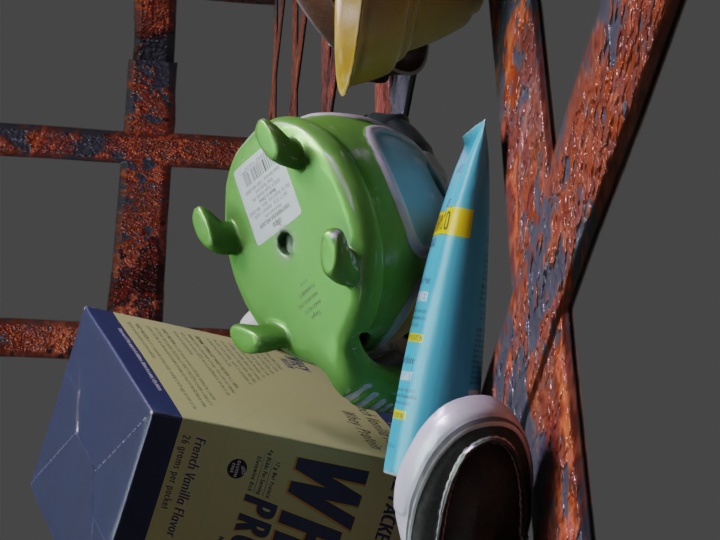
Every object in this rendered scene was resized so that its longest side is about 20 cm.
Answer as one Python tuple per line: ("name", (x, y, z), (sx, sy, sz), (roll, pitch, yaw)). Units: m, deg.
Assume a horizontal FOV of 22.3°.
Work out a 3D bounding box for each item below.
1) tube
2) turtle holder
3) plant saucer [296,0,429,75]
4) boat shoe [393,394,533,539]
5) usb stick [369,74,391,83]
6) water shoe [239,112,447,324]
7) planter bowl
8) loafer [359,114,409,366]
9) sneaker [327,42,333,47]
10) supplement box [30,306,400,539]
("tube", (0.052, 0.019, 1.026), (0.077, 0.050, 0.201), (170, 109, -79))
("turtle holder", (0.002, -0.011, 1.093), (0.186, 0.131, 0.141), (46, 129, 34))
("plant saucer", (-0.016, -0.222, 1.278), (0.200, 0.034, 0.201), (47, -152, -36))
("boat shoe", (0.053, 0.153, 0.863), (0.057, 0.068, 0.201), (-128, 37, -52))
("usb stick", (0.021, -0.255, 1.509), (0.056, 0.033, 0.201), (-105, 18, -60))
("water shoe", (-0.017, -0.024, 1.247), (0.200, 0.071, 0.079), (-44, 53, 28))
("planter bowl", (0.034, -0.203, 1.100), (0.200, 0.083, 0.201), (-177, 90, -84))
("loafer", (0.020, -0.023, 1.301), (0.063, 0.072, 0.201), (-37, 54, 56))
("sneaker", (-0.020, -0.261, 1.450), (0.074, 0.082, 0.200), (120, 137, -52))
("supplement box", (-0.083, 0.134, 1.169), (0.200, 0.199, 0.135), (42, 116, 63))
